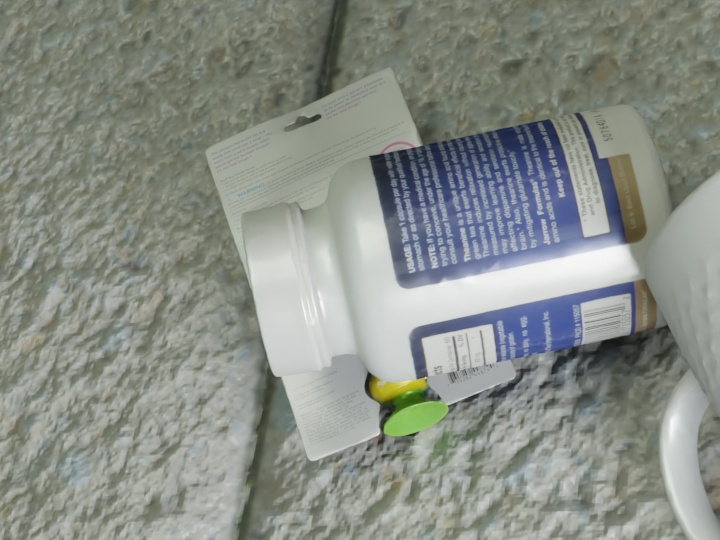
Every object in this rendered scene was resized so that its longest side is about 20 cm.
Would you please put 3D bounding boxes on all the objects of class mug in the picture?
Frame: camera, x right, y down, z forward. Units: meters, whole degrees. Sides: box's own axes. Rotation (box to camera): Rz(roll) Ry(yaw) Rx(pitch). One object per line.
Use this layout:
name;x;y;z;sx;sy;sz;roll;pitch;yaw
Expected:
mug;0.209;0.056;0.830;0.200;0.147;0.176;-44;56;32

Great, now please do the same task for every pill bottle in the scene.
pill bottle;0.048;-0.008;0.932;0.199;0.111;0.111;-12;55;0

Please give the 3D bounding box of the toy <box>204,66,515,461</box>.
toy;0.000;0.000;1.029;0.115;0.047;0.200;-23;59;5
